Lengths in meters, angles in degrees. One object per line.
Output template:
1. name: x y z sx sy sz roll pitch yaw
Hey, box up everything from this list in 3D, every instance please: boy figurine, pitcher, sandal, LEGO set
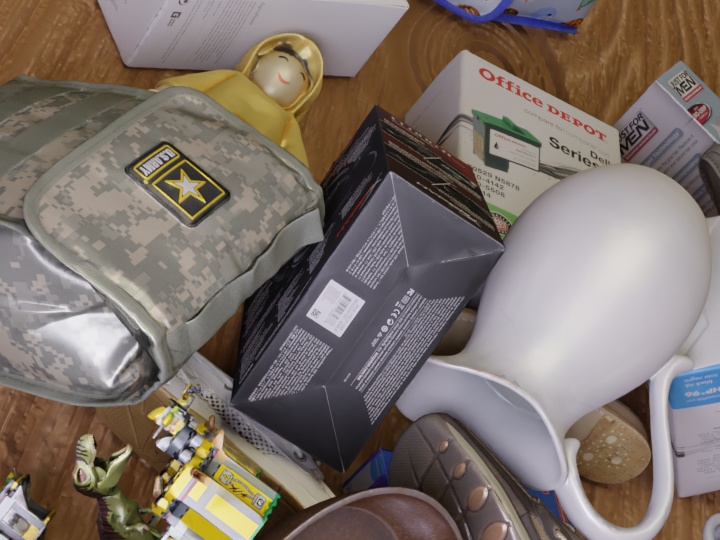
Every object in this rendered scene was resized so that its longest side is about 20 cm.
1. boy figurine: -0.078 -0.085 0.990 0.124 0.064 0.200 38 43 1
2. pitcher: 0.138 0.046 0.891 0.172 0.121 0.200 44 57 -2
3. sandal: 0.100 0.093 0.954 0.211 0.078 0.070 28 32 -23
4. LEGO set: -0.122 0.108 0.683 0.116 0.154 0.200 37 1 -4

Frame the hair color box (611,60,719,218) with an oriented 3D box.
1. hair color box: 0.282 -0.057 1.218 0.200 0.099 0.061 46 40 6

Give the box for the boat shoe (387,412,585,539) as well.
1. boat shoe: 0.085 0.166 0.824 0.073 0.074 0.200 -9 65 -57

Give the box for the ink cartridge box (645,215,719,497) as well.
1. ink cartridge box: 0.230 0.072 1.038 0.068 0.200 0.116 -12 52 6

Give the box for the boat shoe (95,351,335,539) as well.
1. boat shoe: -0.052 0.103 0.831 0.200 0.071 0.069 44 42 5

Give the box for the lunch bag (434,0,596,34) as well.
1. lunch bag: 0.135 -0.292 1.262 0.200 0.170 0.124 5 47 -37

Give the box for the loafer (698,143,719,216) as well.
1. loafer: 0.279 -0.011 1.099 0.070 0.070 0.200 64 6 -48

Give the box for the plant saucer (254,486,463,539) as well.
1. plant saucer: -0.025 0.187 0.703 0.034 0.201 0.200 21 24 39

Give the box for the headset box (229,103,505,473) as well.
1. headset box: 0.000 0.000 0.864 0.077 0.149 0.200 33 12 -9

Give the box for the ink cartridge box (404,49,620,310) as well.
1. ink cartridge box: 0.106 -0.040 1.075 0.146 0.084 0.200 24 43 -20

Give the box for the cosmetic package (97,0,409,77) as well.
1. cosmetic package: -0.079 -0.203 1.077 0.200 0.085 0.108 -1 56 -40

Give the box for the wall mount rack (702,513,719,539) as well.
1. wall mount rack: 0.274 0.248 0.963 0.200 0.075 0.174 31 37 -11

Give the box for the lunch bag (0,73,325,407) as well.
1. lunch bag: -0.134 -0.019 0.778 0.199 0.118 0.164 10 33 25

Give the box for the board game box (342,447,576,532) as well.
1. board game box: 0.071 0.204 0.858 0.134 0.045 0.200 14 47 -29
